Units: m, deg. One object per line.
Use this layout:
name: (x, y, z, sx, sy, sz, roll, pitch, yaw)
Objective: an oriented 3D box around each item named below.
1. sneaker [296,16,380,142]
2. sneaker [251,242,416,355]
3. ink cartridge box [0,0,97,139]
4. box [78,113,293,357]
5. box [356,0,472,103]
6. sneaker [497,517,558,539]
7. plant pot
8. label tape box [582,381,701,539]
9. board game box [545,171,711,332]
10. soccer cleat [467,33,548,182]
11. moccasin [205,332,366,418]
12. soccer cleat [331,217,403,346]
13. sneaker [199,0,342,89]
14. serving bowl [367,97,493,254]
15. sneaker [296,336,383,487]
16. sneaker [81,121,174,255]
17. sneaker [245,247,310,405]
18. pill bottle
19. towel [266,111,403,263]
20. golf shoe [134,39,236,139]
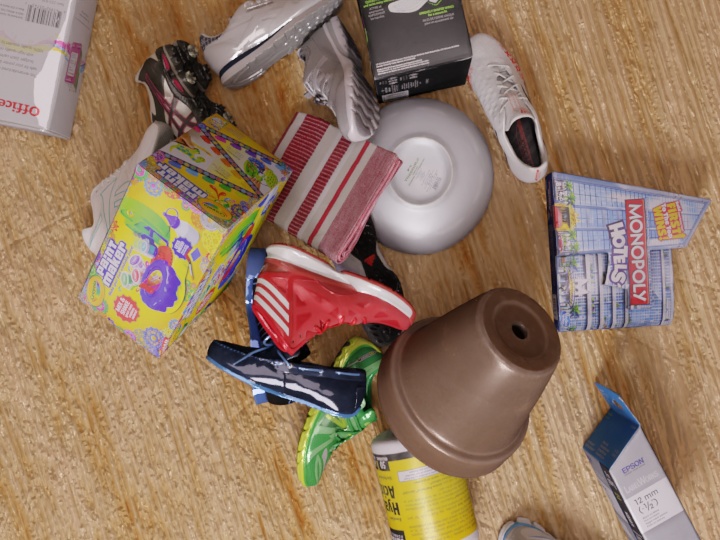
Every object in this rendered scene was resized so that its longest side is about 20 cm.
sneaker: (-0.031, -0.224, 1.161, 0.081, 0.075, 0.202, -28, 47, 16)
sneaker: (-0.038, 0.058, 1.102, 0.197, 0.078, 0.117, 23, 76, -8)
ink cartridge box: (-0.431, -0.282, 1.193, 0.141, 0.085, 0.204, 12, 89, 2)
box: (-0.203, -0.045, 1.096, 0.121, 0.193, 0.201, 35, 122, 1)
box: (0.056, -0.328, 1.145, 0.122, 0.149, 0.204, -11, 88, 3)
sneaker: (0.269, 0.381, 1.171, 0.196, 0.087, 0.076, 20, 89, 0)
plant pot: (0.143, 0.115, 1.089, 0.197, 0.175, 0.203, 17, 50, -21)
label tape box: (0.325, 0.246, 1.140, 0.065, 0.143, 0.202, -29, 89, 1)
board game box: (0.340, -0.028, 1.182, 0.195, 0.062, 0.205, -4, 90, 2)
soccer cleat: (0.186, -0.207, 1.174, 0.067, 0.085, 0.203, -21, 90, 2)
moccasin: (-0.087, 0.114, 1.132, 0.197, 0.080, 0.069, 20, 93, -9)
soccer cleat: (0.000, 0.000, 1.197, 0.067, 0.073, 0.203, -28, 107, -23)
sneaker: (-0.112, -0.318, 1.193, 0.198, 0.076, 0.081, -33, 80, 0)
serving bowl: (0.075, -0.122, 1.188, 0.195, 0.066, 0.205, 0, 90, 1)
sneaker: (-0.023, 0.186, 1.185, 0.082, 0.074, 0.203, 25, 90, 5)
sneaker: (-0.298, -0.101, 1.183, 0.079, 0.070, 0.203, 29, 105, 11)
sneaker: (-0.104, 0.070, 1.194, 0.076, 0.070, 0.205, -4, 97, -1)
pill bottle: (0.086, 0.296, 1.163, 0.109, 0.111, 0.204, -14, 89, 2)
towel: (-0.050, -0.108, 1.154, 0.199, 0.023, 0.146, 31, 88, 42)
golf shoe: (-0.216, -0.190, 1.203, 0.087, 0.077, 0.203, -23, 92, 28)
